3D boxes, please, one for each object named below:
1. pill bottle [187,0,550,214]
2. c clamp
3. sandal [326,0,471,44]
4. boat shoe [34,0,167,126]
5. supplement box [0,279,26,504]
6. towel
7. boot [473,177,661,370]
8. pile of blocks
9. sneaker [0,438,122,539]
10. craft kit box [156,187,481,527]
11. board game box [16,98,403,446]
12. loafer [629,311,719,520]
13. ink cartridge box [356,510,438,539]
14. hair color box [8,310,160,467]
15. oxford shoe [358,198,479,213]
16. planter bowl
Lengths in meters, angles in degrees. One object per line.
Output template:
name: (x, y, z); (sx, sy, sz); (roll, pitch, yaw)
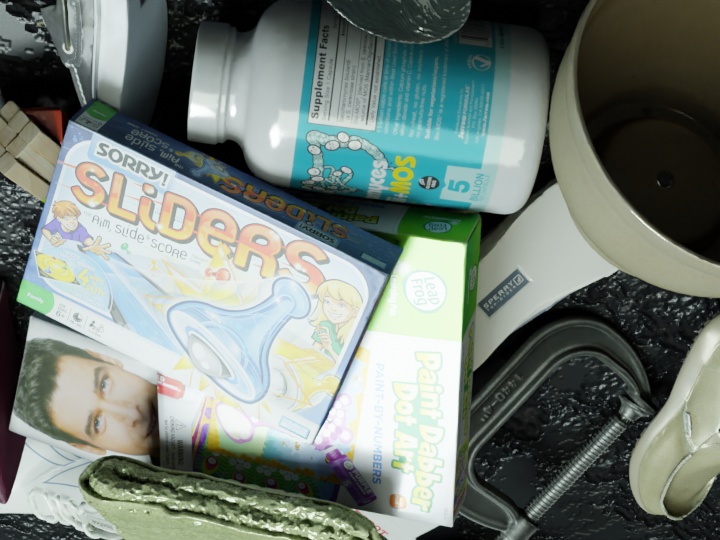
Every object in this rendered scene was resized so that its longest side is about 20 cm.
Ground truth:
pill bottle: (0.003, -0.097, 0.941); (0.200, 0.111, 0.111); (7, 132, -3)
c clamp: (0.137, 0.129, 1.163); (0.171, 0.027, 0.200); (31, 104, -24)
sandal: (-0.015, -0.196, 0.854); (0.075, 0.048, 0.200); (-37, 106, 11)
boat shoe: (-0.155, -0.155, 0.930); (0.066, 0.070, 0.200); (15, 137, 12)
supplement box: (-0.342, 0.084, 1.128); (0.200, 0.103, 0.131); (0, 131, 2)
towel: (-0.072, 0.170, 1.055); (0.200, 0.037, 0.148); (8, 155, 14)
boot: (0.099, -0.006, 1.055); (0.200, 0.090, 0.073); (-36, 101, -1)
pile of blocks: (-0.162, -0.053, 1.032); (0.062, 0.082, 0.200); (-47, 129, -1)
sneaker: (-0.201, 0.156, 1.198); (0.200, 0.087, 0.075); (-9, 133, 13)
craft kit box: (-0.029, 0.050, 1.000); (0.197, 0.049, 0.200); (7, 117, 12)
board game box: (-0.091, 0.003, 0.949); (0.200, 0.034, 0.135); (25, 123, 4)
loafer: (0.246, 0.111, 1.132); (0.076, 0.068, 0.200); (-21, 141, -31)
ink cartridge box: (-0.037, 0.171, 1.216); (0.200, 0.067, 0.116); (-32, 123, 28)
hair color box: (-0.131, 0.091, 1.110); (0.200, 0.061, 0.099); (20, 120, 5)
oxford shoe: (0.000, 0.000, 1.053); (0.070, 0.075, 0.200); (29, 127, -22)
planter bowl: (0.191, -0.068, 0.922); (0.200, 0.200, 0.135); (13, 157, -9)
